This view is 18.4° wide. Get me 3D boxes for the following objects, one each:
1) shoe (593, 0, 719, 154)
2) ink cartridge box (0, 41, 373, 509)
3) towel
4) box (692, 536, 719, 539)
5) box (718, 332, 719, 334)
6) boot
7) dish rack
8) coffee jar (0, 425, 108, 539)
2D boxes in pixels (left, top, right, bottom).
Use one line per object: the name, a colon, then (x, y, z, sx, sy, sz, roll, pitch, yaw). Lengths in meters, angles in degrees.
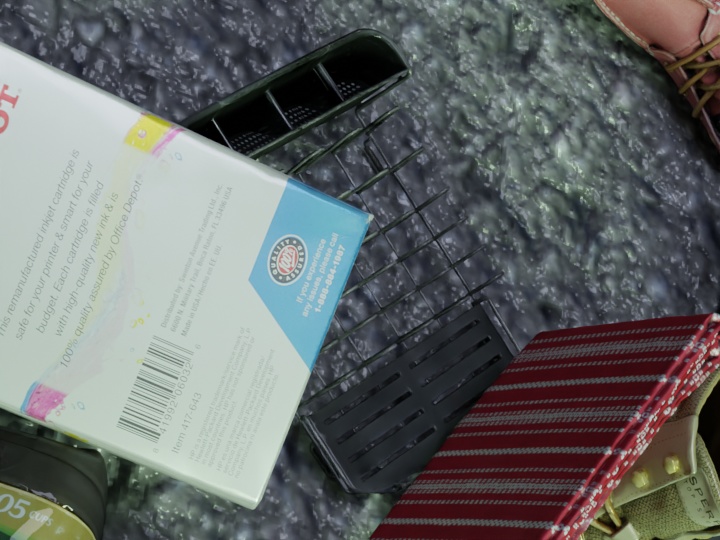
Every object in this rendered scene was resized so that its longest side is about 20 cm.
shoe: (0.202, -0.117, 1.237, 0.199, 0.071, 0.092, 23, 53, -28)
ink cartridge box: (-0.122, -0.004, 0.903, 0.199, 0.125, 0.130, 25, 83, -19)
towel: (0.066, 0.097, 0.979, 0.023, 0.144, 0.200, 50, 63, -18)
box: (0.204, 0.196, 1.071, 0.199, 0.104, 0.183, 33, 55, -17)
box: (0.312, 0.059, 1.167, 0.199, 0.166, 0.165, 29, 56, -20)
boot: (0.106, 0.123, 1.001, 0.073, 0.155, 0.201, 46, 56, -21)
dish rack: (0.000, 0.000, 1.058, 0.153, 0.054, 0.201, -31, 88, -38)
coffee jar: (-0.166, 0.150, 0.848, 0.103, 0.086, 0.201, 14, 57, 1)
